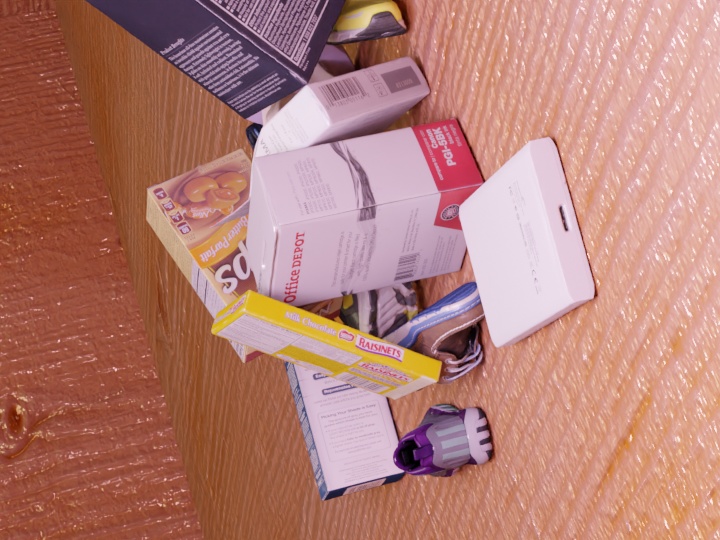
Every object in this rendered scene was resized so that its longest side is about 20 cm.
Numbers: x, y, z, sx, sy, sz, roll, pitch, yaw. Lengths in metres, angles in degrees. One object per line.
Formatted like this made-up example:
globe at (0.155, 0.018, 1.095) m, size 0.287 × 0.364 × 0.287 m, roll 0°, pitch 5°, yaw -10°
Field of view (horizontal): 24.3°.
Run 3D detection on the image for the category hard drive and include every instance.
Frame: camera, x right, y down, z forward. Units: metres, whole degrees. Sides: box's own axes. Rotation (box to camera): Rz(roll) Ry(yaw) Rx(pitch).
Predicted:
hard drive at (0.135, -0.018, 1.400) m, size 0.200 × 0.026 × 0.133 m, roll 134°, pitch 123°, yaw -72°

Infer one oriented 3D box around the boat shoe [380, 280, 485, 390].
boat shoe at (0.083, 0.067, 1.596) m, size 0.073 × 0.072 × 0.200 m, roll 58°, pitch 158°, yaw 3°

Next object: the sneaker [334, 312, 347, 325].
sneaker at (-0.012, 0.012, 1.876) m, size 0.201 × 0.069 × 0.091 m, roll 98°, pitch 158°, yaw -47°

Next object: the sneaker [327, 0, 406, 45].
sneaker at (-0.011, -0.277, 1.648) m, size 0.200 × 0.077 × 0.091 m, roll -136°, pitch 39°, yaw -65°

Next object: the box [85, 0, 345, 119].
box at (-0.117, -0.286, 1.532) m, size 0.123 × 0.198 × 0.201 m, roll -20°, pitch 40°, yaw 53°

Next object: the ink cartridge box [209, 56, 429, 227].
ink cartridge box at (-0.048, -0.122, 1.595) m, size 0.200 × 0.159 × 0.048 m, roll -36°, pitch 83°, yaw 41°

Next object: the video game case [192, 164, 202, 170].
video game case at (-0.120, -0.023, 1.991) m, size 0.201 × 0.022 × 0.182 m, roll 57°, pitch -175°, yaw 15°

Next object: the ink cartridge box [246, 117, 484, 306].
ink cartridge box at (-0.001, -0.050, 1.541) m, size 0.147 × 0.198 × 0.084 m, roll 102°, pitch 151°, yaw -56°

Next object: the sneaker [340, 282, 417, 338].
sneaker at (-0.002, 0.005, 1.699) m, size 0.084 × 0.074 × 0.202 m, roll 14°, pitch 126°, yaw 47°

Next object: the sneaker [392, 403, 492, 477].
sneaker at (0.064, 0.175, 1.690) m, size 0.200 × 0.087 × 0.075 m, roll 136°, pitch 121°, yaw -72°

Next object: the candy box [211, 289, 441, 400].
candy box at (-0.033, 0.072, 1.561) m, size 0.102 × 0.198 × 0.027 m, roll -34°, pitch 38°, yaw 62°

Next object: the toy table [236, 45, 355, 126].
toy table at (-0.056, -0.167, 1.748) m, size 0.184 × 0.199 × 0.118 m, roll -43°, pitch 60°, yaw 29°

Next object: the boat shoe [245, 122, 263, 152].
boat shoe at (-0.080, -0.073, 1.841) m, size 0.084 × 0.068 × 0.202 m, roll 120°, pitch 135°, yaw -57°

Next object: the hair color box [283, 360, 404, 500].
hair color box at (-0.022, 0.159, 1.969) m, size 0.061 × 0.099 × 0.202 m, roll 117°, pitch 139°, yaw -69°

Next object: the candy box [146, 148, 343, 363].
candy box at (-0.117, -0.018, 1.673) m, size 0.201 × 0.115 × 0.056 m, roll 53°, pitch 154°, yaw 25°
